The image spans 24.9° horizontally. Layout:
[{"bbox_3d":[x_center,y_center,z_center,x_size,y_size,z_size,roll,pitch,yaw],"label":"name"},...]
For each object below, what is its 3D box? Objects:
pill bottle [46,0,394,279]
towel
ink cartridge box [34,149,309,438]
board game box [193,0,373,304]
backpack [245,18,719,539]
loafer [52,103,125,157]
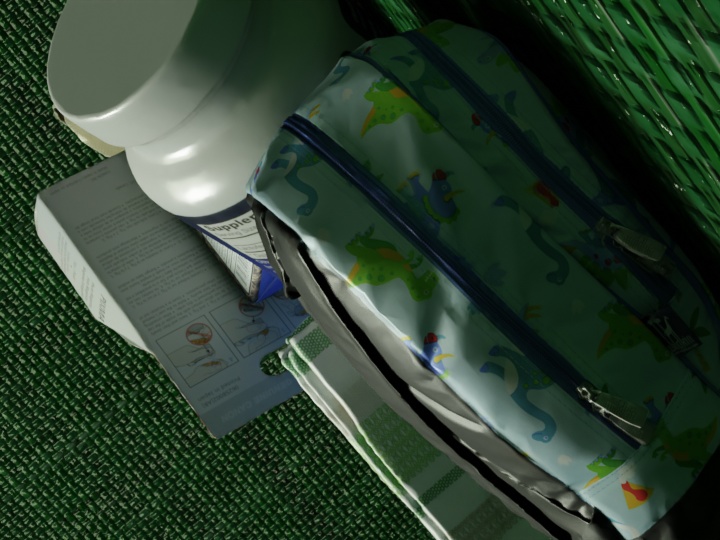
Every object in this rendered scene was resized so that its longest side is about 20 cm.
[{"bbox_3d":[-0.027,-0.059,0.688,0.200,0.116,0.116,33,-169,-40],"label":"pill bottle"},{"bbox_3d":[0.077,0.066,0.784,0.200,0.149,0.031,50,180,3],"label":"towel"},{"bbox_3d":[-0.080,-0.001,0.993,0.200,0.162,0.057,53,155,19],"label":"ink cartridge box"},{"bbox_3d":[-0.072,-0.113,0.944,0.200,0.097,0.160,51,153,23],"label":"board game box"},{"bbox_3d":[0.049,0.006,0.601,0.199,0.154,0.163,29,-171,-17],"label":"backpack"},{"bbox_3d":[-0.160,-0.109,1.127,0.075,0.068,0.200,31,180,-27],"label":"loafer"}]
